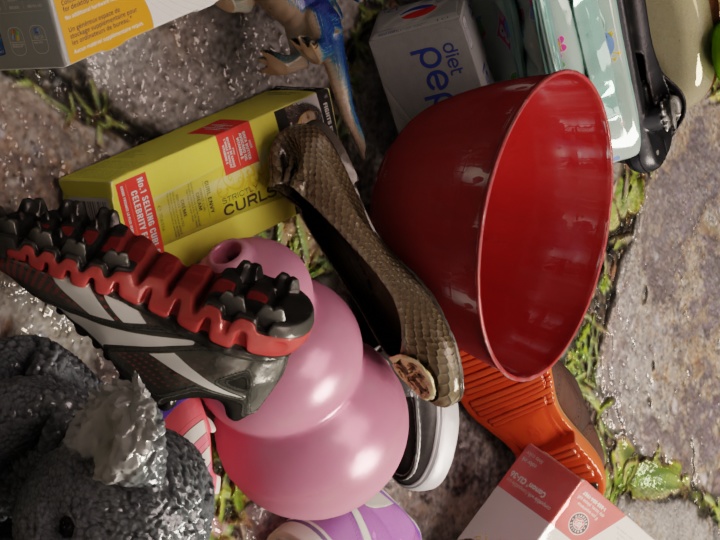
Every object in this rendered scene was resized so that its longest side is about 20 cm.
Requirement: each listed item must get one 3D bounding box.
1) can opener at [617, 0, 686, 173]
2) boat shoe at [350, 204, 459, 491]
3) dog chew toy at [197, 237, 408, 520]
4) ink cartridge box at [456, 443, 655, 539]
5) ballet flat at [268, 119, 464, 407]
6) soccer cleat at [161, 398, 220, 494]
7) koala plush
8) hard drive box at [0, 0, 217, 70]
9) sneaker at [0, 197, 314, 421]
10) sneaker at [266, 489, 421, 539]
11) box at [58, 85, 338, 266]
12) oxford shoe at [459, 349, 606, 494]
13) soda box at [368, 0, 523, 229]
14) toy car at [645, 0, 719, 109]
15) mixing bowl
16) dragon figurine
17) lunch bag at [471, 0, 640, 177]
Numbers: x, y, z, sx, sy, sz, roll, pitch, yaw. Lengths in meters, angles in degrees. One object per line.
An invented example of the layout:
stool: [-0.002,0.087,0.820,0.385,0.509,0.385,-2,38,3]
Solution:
can opener: [0.184,-0.163,1.581,0.063,0.078,0.200,-53,136,-55]
boat shoe: [0.020,0.051,1.505,0.066,0.070,0.201,-2,93,-42]
dog chew toy: [-0.047,0.061,1.377,0.125,0.124,0.200,-53,136,-32]
ink cartridge box: [0.109,0.239,1.583,0.200,0.067,0.116,-53,130,-4]
ballet flat: [0.000,0.000,1.373,0.046,0.067,0.200,-28,87,-30]
soccer cleat: [-0.137,0.162,1.340,0.076,0.067,0.201,14,83,-41]
koala plush: [-0.155,0.122,1.214,0.184,0.200,0.178,-46,123,-37]
hard drive box: [-0.166,-0.233,1.279,0.156,0.077,0.201,-32,114,-43]
sneaker: [-0.130,0.026,1.276,0.071,0.200,0.098,-59,168,-63]
sneaker: [0.015,0.238,1.506,0.114,0.073,0.201,-34,116,-45]
box: [-0.094,-0.054,1.385,0.200,0.050,0.075,-26,111,-44]
oxford shoe: [0.119,0.084,1.631,0.200,0.071,0.073,61,23,-28]
soda box: [0.068,-0.086,1.536,0.063,0.068,0.200,-76,150,-64]
toy car: [0.245,-0.223,1.682,0.200,0.164,0.158,-44,123,-48]
mixing bowl: [0.075,-0.038,1.435,0.200,0.108,0.201,-32,128,-54]
dragon figurine: [-0.030,-0.174,1.401,0.200,0.059,0.099,49,56,-7]
lunch bag: [0.125,-0.168,1.538,0.077,0.160,0.200,-20,112,-10]
